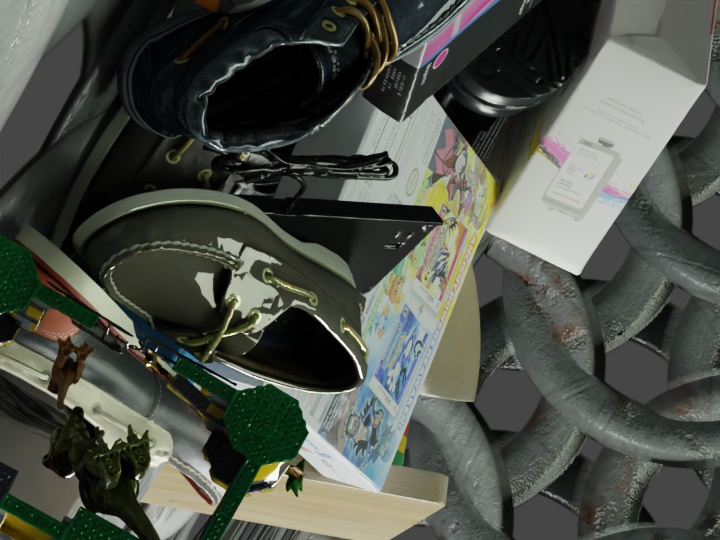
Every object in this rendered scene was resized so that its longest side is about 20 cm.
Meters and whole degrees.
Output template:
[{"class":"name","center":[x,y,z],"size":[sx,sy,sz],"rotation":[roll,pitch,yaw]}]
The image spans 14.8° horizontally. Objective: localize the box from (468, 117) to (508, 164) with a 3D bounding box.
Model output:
[{"class":"box","center":[0.076,-0.147,1.775],"size":[0.200,0.164,0.086],"rotation":[-62,173,6]}]

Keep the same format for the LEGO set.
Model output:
[{"class":"LEGO set","center":[-0.131,0.090,1.195],"size":[0.116,0.200,0.154],"rotation":[124,-13,-59]}]

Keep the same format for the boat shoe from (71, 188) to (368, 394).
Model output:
[{"class":"boat shoe","center":[-0.060,0.013,1.323],"size":[0.072,0.060,0.202],"rotation":[-31,152,23]}]

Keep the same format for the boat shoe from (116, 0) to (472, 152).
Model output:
[{"class":"boat shoe","center":[-0.009,-0.108,1.290],"size":[0.200,0.071,0.091],"rotation":[-27,-154,-19]}]

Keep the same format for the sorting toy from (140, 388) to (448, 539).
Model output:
[{"class":"sorting toy","center":[-0.060,0.105,1.683],"size":[0.199,0.200,0.070],"rotation":[131,-31,-74]}]

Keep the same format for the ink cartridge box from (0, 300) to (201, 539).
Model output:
[{"class":"ink cartridge box","center":[-0.162,0.103,1.421],"size":[0.200,0.086,0.146],"rotation":[-56,171,-28]}]

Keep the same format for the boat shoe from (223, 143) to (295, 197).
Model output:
[{"class":"boat shoe","center":[-0.058,-0.064,1.543],"size":[0.074,0.068,0.199],"rotation":[-57,172,-25]}]

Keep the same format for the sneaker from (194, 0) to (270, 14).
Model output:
[{"class":"sneaker","center":[-0.021,-0.184,1.305],"size":[0.200,0.076,0.092],"rotation":[-55,176,-28]}]

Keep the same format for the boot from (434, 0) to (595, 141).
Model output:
[{"class":"boot","center":[0.065,-0.114,1.614],"size":[0.168,0.076,0.200],"rotation":[-49,-172,42]}]

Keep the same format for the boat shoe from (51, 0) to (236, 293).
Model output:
[{"class":"boat shoe","center":[-0.085,-0.069,1.357],"size":[0.201,0.061,0.072],"rotation":[-61,173,5]}]

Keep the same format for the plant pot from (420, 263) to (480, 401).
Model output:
[{"class":"plant pot","center":[-0.013,-0.006,1.698],"size":[0.200,0.200,0.135],"rotation":[13,89,-83]}]

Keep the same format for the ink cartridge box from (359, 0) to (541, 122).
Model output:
[{"class":"ink cartridge box","center":[0.077,-0.167,1.453],"size":[0.200,0.037,0.095],"rotation":[-45,163,-35]}]

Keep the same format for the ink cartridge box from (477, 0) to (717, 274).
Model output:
[{"class":"ink cartridge box","center":[0.133,-0.083,1.632],"size":[0.200,0.067,0.116],"rotation":[-58,-170,39]}]

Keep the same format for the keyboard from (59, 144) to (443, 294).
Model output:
[{"class":"keyboard","center":[-0.045,-0.027,1.348],"size":[0.200,0.021,0.127],"rotation":[2,147,-39]}]

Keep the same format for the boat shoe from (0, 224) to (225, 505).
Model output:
[{"class":"boat shoe","center":[-0.119,0.058,1.306],"size":[0.063,0.071,0.200],"rotation":[-49,134,-10]}]

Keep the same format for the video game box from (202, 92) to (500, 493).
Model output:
[{"class":"video game box","center":[0.000,0.000,1.523],"size":[0.182,0.047,0.200],"rotation":[46,62,-58]}]
